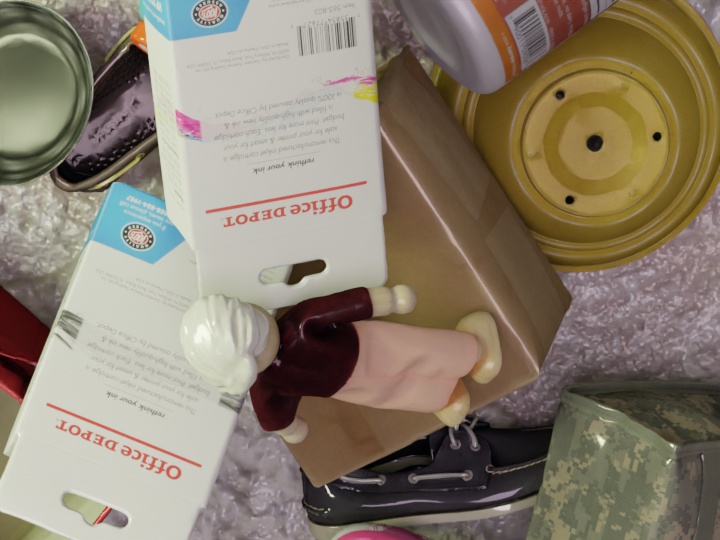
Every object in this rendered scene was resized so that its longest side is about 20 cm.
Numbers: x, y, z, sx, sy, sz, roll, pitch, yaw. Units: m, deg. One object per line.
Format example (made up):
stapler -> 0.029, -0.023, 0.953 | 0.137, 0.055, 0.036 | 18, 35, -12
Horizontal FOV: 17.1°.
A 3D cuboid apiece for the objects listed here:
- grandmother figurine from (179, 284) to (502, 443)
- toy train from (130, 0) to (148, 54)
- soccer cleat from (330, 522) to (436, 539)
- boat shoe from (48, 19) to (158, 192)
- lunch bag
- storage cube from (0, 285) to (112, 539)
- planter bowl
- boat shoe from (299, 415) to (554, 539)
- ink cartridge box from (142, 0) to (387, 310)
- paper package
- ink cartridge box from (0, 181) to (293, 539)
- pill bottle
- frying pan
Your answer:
grandmother figurine -> -0.017, 0.049, 1.340 | 0.200, 0.061, 0.122 | 12, 115, -41
toy train -> -0.059, -0.184, 1.428 | 0.199, 0.056, 0.151 | -10, 108, -33
soccer cleat -> 0.056, 0.209, 1.551 | 0.200, 0.086, 0.070 | 31, 111, -22
boat shoe -> -0.119, -0.125, 1.480 | 0.200, 0.060, 0.072 | -44, 101, 9
lunch bag -> 0.205, 0.159, 1.513 | 0.200, 0.117, 0.165 | -2, 112, -47
storage cube -> -0.253, 0.114, 1.475 | 0.171, 0.180, 0.200 | 39, 99, -11
planter bowl -> 0.141, -0.086, 1.488 | 0.200, 0.083, 0.201 | 0, 105, -1
boat shoe -> 0.057, 0.122, 1.545 | 0.199, 0.073, 0.063 | -13, 108, 6
ink cartridge box -> -0.052, -0.084, 1.322 | 0.115, 0.068, 0.201 | -10, 112, -15
paper package -> 0.000, 0.000, 1.470 | 0.190, 0.104, 0.200 | -28, 105, 27
ink cartridge box -> -0.127, 0.066, 1.362 | 0.116, 0.067, 0.201 | 23, 72, -9
pill bottle -> 0.119, -0.204, 1.429 | 0.200, 0.112, 0.112 | -37, 103, -10
frying pan -> -0.248, -0.111, 1.469 | 0.189, 0.031, 0.115 | 5, 88, 18
